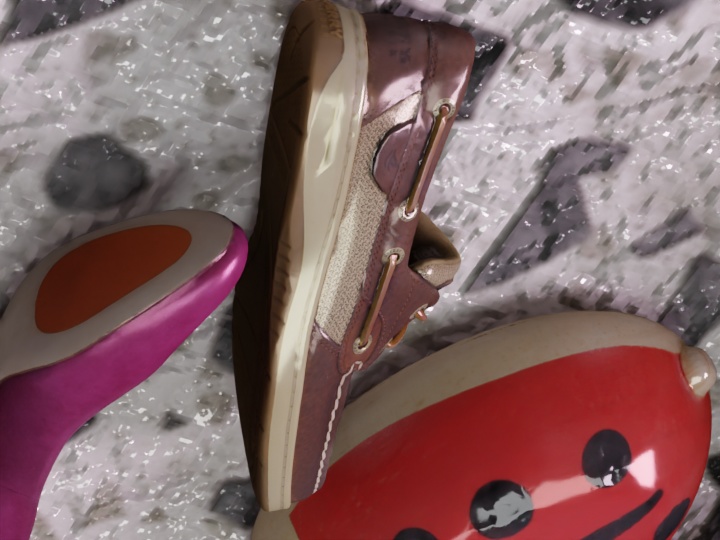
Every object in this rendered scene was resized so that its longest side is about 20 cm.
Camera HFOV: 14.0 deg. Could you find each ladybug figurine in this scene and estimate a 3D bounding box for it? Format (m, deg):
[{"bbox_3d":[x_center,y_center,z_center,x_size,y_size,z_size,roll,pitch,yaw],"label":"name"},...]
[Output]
[{"bbox_3d":[0.049,0.092,1.082,0.200,0.072,0.136,-37,129,17],"label":"ladybug figurine"}]

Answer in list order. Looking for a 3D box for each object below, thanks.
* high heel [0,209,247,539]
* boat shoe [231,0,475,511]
[{"bbox_3d":[-0.096,0.051,1.012,0.199,0.068,0.096,-28,123,30],"label":"high heel"},{"bbox_3d":[0.000,0.000,0.994,0.071,0.072,0.201,1,124,-13],"label":"boat shoe"}]
